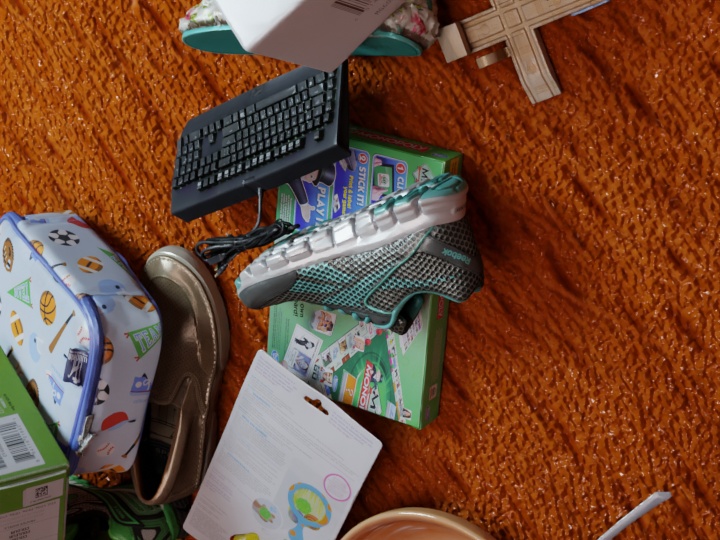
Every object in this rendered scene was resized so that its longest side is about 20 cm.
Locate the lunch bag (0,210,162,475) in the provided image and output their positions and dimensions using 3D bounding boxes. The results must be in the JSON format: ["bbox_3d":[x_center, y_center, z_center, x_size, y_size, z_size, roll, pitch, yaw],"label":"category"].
[{"bbox_3d":[-0.223,0.059,1.552,0.200,0.075,0.161,48,130,44],"label":"lunch bag"}]

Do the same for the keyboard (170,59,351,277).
[{"bbox_3d":[-0.073,-0.069,1.432,0.200,0.021,0.128,-20,67,50],"label":"keyboard"}]

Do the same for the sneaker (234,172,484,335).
[{"bbox_3d":[0.000,0.007,1.399,0.199,0.078,0.092,-19,99,37],"label":"sneaker"}]

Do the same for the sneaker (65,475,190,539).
[{"bbox_3d":[-0.234,0.206,1.644,0.199,0.085,0.078,-12,99,36],"label":"sneaker"}]

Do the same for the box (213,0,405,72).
[{"bbox_3d":[-0.043,-0.255,1.310,0.152,0.106,0.200,-40,70,22],"label":"box"}]

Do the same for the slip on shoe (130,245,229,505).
[{"bbox_3d":[-0.147,0.083,1.560,0.076,0.061,0.201,17,114,28],"label":"slip on shoe"}]

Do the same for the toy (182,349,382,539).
[{"bbox_3d":[-0.052,0.154,1.532,0.115,0.047,0.200,36,127,14],"label":"toy"}]

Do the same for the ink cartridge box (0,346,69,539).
[{"bbox_3d":[-0.283,0.180,1.552,0.148,0.075,0.201,51,143,41],"label":"ink cartridge box"}]

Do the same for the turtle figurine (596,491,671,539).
[{"bbox_3d":[0.136,0.243,1.360,0.200,0.193,0.144,105,151,-58],"label":"turtle figurine"}]

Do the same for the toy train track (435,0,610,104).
[{"bbox_3d":[0.128,-0.174,1.313,0.199,0.032,0.115,-19,95,35],"label":"toy train track"}]

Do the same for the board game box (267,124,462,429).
[{"bbox_3d":[0.000,0.000,1.457,0.134,0.029,0.201,16,114,27],"label":"board game box"}]

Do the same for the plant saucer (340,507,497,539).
[{"bbox_3d":[0.060,0.264,1.501,0.199,0.037,0.201,12,113,30],"label":"plant saucer"}]

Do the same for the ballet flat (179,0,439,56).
[{"bbox_3d":[-0.032,-0.180,1.405,0.199,0.076,0.064,5,77,28],"label":"ballet flat"}]
